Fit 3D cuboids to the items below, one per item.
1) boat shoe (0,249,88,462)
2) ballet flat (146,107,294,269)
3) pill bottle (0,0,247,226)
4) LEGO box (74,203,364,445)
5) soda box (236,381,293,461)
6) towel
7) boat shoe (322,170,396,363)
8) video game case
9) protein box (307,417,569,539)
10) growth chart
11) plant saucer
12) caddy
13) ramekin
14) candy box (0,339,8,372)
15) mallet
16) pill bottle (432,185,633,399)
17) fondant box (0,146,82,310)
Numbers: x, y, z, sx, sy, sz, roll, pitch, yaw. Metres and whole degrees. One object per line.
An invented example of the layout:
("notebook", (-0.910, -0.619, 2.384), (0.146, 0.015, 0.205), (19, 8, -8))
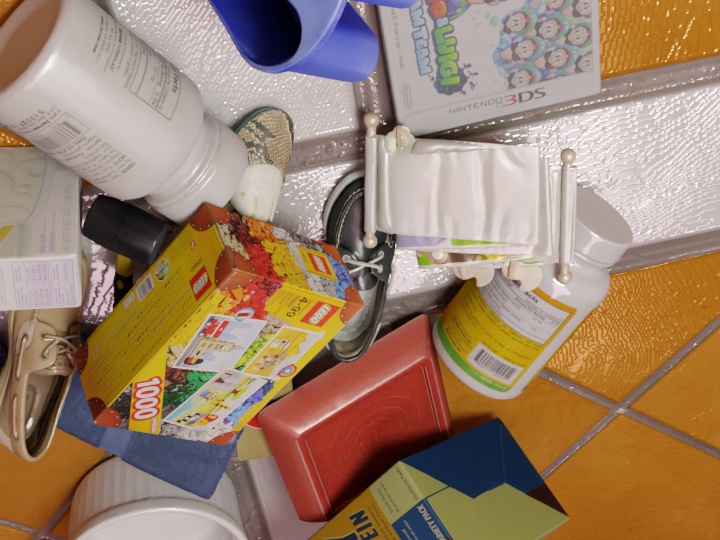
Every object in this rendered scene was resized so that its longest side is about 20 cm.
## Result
("boat shoe", (-0.278, 0.072, 1.106), (0.071, 0.064, 0.201), (3, 108, -49))
("ballet flat", (-0.116, -0.048, 1.070), (0.068, 0.075, 0.200), (20, 125, -43))
("pill bottle", (-0.188, -0.121, 0.963), (0.114, 0.115, 0.200), (-37, 131, 20))
("LEGO box", (-0.121, 0.052, 1.044), (0.149, 0.077, 0.200), (17, 126, -44))
("soda box", (-0.100, 0.094, 1.206), (0.064, 0.068, 0.201), (-7, 132, -5))
("towel", (-0.213, 0.136, 1.194), (0.199, 0.049, 0.112), (28, 123, -3))
("boat shoe", (0.000, 0.000, 1.149), (0.075, 0.060, 0.201), (-3, 131, -9))
("video game case", (0.106, -0.211, 1.011), (0.181, 0.024, 0.200), (-13, 132, -1))
("protein box", (0.071, 0.282, 1.298), (0.198, 0.135, 0.200), (-12, 152, -53))
("growth chart", (0.094, -0.055, 1.071), (0.199, 0.018, 0.145), (9, 117, 4))
("plant saucer", (0.009, 0.165, 1.262), (0.199, 0.037, 0.200), (-30, 138, -14))
("caddy", (-0.046, -0.222, 0.860), (0.105, 0.200, 0.142), (8, 129, -40))
("ramekin", (-0.220, 0.282, 1.326), (0.200, 0.098, 0.201), (-6, 132, -6))
("candy box", (-0.422, 0.086, 1.121), (0.168, 0.077, 0.200), (-16, 132, 2))
("mallet", (-0.197, 0.000, 1.073), (0.066, 0.041, 0.200), (21, 154, 6))
("pill bottle", (0.165, 0.018, 1.168), (0.111, 0.111, 0.200), (19, 124, -26))
("fondant box", (-0.326, -0.034, 0.990), (0.199, 0.145, 0.058), (-3, 132, -10))
